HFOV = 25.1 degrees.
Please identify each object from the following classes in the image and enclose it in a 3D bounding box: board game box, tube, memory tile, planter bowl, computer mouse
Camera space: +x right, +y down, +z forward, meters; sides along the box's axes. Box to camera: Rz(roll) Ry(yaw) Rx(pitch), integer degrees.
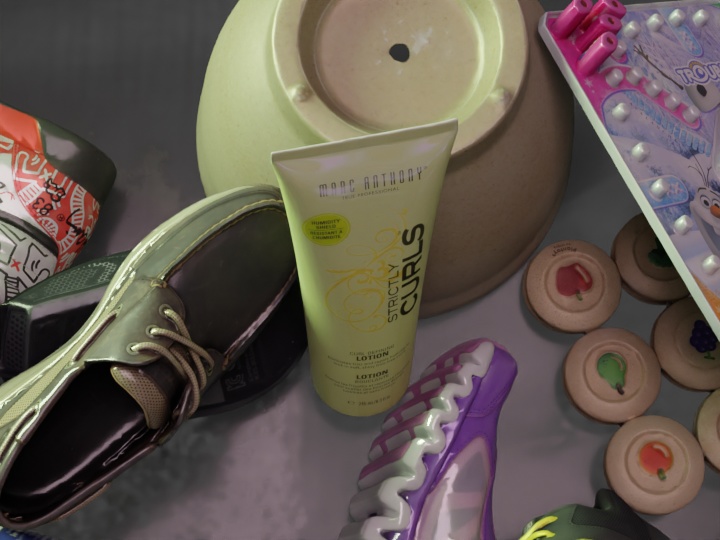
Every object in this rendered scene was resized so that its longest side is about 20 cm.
[{"bbox_3d":[0.201,-0.054,0.781,0.199,0.026,0.201,-13,68,-42],"label":"board game box"},{"bbox_3d":[0.000,0.000,0.721,0.052,0.200,0.058,32,62,18],"label":"tube"},{"bbox_3d":[0.196,0.028,0.822,0.199,0.017,0.154,-19,72,-8],"label":"memory tile"},{"bbox_3d":[0.015,-0.088,0.792,0.198,0.135,0.202,1,75,-2],"label":"planter bowl"},{"bbox_3d":[-0.121,0.029,0.780,0.199,0.053,0.140,-12,111,-16],"label":"computer mouse"}]

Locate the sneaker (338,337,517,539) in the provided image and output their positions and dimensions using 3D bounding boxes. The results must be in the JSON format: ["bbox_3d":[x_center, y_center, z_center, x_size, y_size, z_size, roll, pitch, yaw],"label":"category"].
[{"bbox_3d":[0.038,0.131,0.769,0.088,0.080,0.201,26,72,-9],"label":"sneaker"}]

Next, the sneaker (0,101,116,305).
[{"bbox_3d":[-0.232,-0.045,0.804,0.200,0.067,0.109,23,73,1],"label":"sneaker"}]

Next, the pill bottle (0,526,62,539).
[{"bbox_3d":[-0.219,0.157,0.729,0.198,0.112,0.113,15,75,2],"label":"pill bottle"}]

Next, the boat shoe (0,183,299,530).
[{"bbox_3d":[-0.094,0.046,0.725,0.200,0.073,0.074,-46,117,0],"label":"boat shoe"}]

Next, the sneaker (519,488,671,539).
[{"bbox_3d":[0.089,0.153,0.716,0.085,0.200,0.075,45,113,20],"label":"sneaker"}]
